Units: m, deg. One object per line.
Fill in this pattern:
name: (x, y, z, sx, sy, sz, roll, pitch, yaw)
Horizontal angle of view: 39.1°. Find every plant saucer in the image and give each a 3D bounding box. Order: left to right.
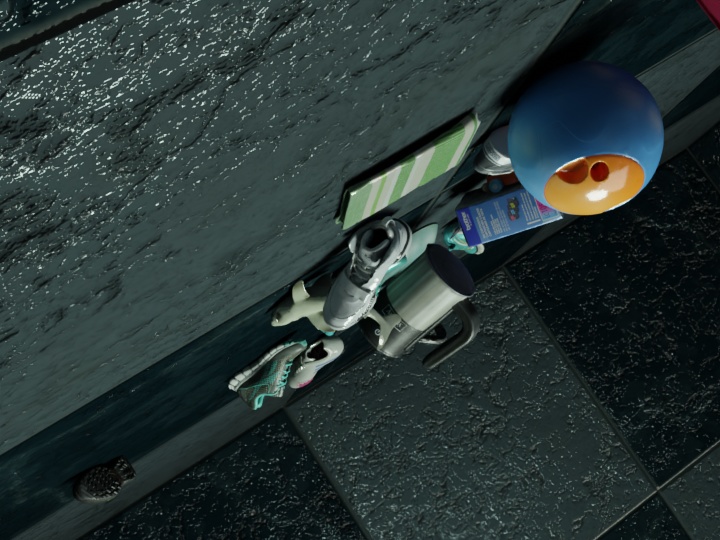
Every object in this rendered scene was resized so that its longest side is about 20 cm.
plant saucer: (0.074, -0.016, 1.934, 0.201, 0.039, 0.201, -33, 172, -5)

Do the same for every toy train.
toy train: (0.292, -0.195, 1.734, 0.150, 0.056, 0.200, -13, -166, 35)

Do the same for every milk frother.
milk frother: (0.124, 0.055, 1.826, 0.188, 0.180, 0.200, -42, -167, 27)

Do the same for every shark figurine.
shark figurine: (-0.037, 0.045, 1.651, 0.090, 0.214, 0.128, -80, 176, -47)

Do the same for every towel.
towel: (0.059, -0.127, 1.311, 0.200, 0.023, 0.153, -31, 171, -14)

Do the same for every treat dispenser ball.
treat dispenser ball: (0.294, -0.173, 1.331, 0.201, 0.201, 0.201, -33, 172, -5)

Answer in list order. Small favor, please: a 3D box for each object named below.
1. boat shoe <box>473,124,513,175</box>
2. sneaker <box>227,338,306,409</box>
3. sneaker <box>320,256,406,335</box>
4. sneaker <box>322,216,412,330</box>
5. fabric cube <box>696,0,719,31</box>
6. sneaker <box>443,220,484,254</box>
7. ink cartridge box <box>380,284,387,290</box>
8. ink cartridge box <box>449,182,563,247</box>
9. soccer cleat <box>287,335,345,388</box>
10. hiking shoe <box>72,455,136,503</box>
boat shoe: (0.249, -0.186, 1.527, 0.200, 0.072, 0.068, -24, 166, -38)
sneaker: (-0.177, 0.214, 2.095, 0.200, 0.091, 0.078, -38, 172, 22)
sneaker: (0.000, 0.034, 1.742, 0.200, 0.080, 0.078, -36, 172, 5)
sneaker: (0.000, 0.000, 1.536, 0.200, 0.075, 0.115, -54, 166, 1)
fabric cube: (0.555, -0.366, 1.242, 0.199, 0.200, 0.196, -34, 173, 1)
sneaker: (0.211, -0.073, 2.100, 0.079, 0.078, 0.200, -16, 169, 8)
ink cartridge box: (0.014, 0.062, 1.972, 0.199, 0.039, 0.099, -18, 175, 8)
ink cartridge box: (0.244, -0.107, 1.736, 0.199, 0.077, 0.136, -16, -168, 18)
soccer cleat: (-0.126, 0.216, 2.433, 0.200, 0.070, 0.086, -41, 153, 29)
hiking shoe: (-0.542, 0.452, 2.089, 0.101, 0.076, 0.200, -39, 172, 13)
